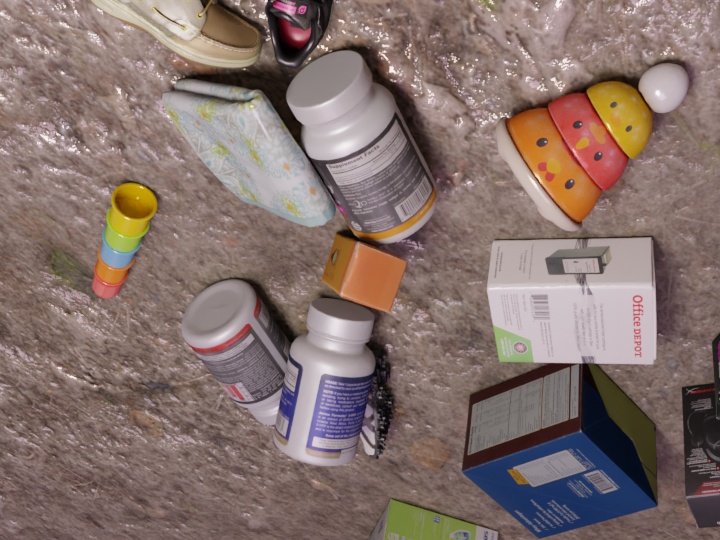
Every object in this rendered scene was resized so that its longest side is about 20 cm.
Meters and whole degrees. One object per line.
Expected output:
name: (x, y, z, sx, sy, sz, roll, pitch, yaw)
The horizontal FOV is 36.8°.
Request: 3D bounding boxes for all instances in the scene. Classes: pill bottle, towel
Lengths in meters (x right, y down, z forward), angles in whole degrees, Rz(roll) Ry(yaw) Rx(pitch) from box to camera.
pill bottle: (-0.155, 0.119, 1.512, 0.114, 0.117, 0.201, -10, 132, 24)
pill bottle: (0.002, -0.135, 1.205, 0.115, 0.117, 0.201, -11, 132, 25)
pill bottle: (-0.044, 0.148, 1.463, 0.118, 0.120, 0.203, 13, 104, 0)
towel: (-0.128, -0.134, 1.223, 0.199, 0.048, 0.172, 19, 152, 50)

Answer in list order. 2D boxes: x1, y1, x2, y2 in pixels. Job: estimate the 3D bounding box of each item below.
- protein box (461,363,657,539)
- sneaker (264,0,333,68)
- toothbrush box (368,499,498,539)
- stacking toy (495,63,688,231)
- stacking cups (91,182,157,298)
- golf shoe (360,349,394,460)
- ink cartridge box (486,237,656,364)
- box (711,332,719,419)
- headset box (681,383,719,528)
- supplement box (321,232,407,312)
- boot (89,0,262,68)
protein box: (0.281, 0.251, 1.526, 0.199, 0.136, 0.198, -26, 125, 35)
sneaker: (-0.054, -0.287, 1.081, 0.076, 0.085, 0.202, 10, 138, 3)
toothbrush box: (0.118, 0.488, 1.854, 0.197, 0.087, 0.146, 18, 137, -3)
stacking toy: (0.254, -0.152, 1.140, 0.199, 0.147, 0.146, -38, 120, 20)
stacking cups: (-0.317, -0.032, 1.444, 0.060, 0.061, 0.201, 20, 141, -8)
golf shoe: (-0.002, 0.193, 1.589, 0.093, 0.078, 0.202, 5, 127, 15)
ink cartridge box: (0.265, 0.040, 1.344, 0.197, 0.085, 0.147, -1, 136, 15)
box: (0.538, 0.099, 1.306, 0.147, 0.125, 0.201, 18, 138, -5)
headset box: (0.501, 0.243, 1.412, 0.147, 0.202, 0.078, -12, 132, 24)
supplement box: (0.000, 0.000, 1.301, 0.068, 0.067, 0.200, 19, -178, -12)
boot: (-0.173, -0.305, 1.107, 0.198, 0.073, 0.155, 24, 134, -11)
